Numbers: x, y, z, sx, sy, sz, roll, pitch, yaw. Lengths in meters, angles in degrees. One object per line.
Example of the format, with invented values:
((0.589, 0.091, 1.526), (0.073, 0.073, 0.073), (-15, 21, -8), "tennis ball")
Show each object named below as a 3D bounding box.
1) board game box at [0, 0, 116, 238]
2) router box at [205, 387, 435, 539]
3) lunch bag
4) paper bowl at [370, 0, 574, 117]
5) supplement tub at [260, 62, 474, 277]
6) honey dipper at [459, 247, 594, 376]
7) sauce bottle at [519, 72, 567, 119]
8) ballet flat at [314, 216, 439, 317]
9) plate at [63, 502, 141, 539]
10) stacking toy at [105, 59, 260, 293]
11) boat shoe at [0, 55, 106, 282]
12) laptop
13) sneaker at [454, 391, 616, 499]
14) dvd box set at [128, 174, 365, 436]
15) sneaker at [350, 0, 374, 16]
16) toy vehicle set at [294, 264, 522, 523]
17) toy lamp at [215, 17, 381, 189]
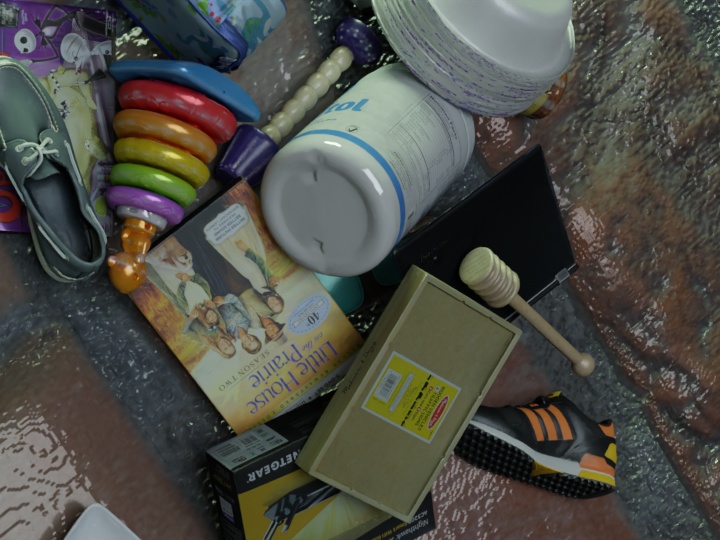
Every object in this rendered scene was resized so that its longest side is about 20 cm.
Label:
((-0.271, -0.130, 1.576), (0.119, 0.032, 0.202), (2, 85, -24), "board game box")
((-0.032, 0.197, 1.633), (0.199, 0.052, 0.158), (-24, 120, -28), "router box")
((-0.165, -0.258, 1.570), (0.200, 0.161, 0.083), (47, 72, -15), "lunch bag")
((0.114, -0.249, 1.671), (0.200, 0.104, 0.202), (24, 44, -25), "paper bowl")
((0.009, -0.092, 1.625), (0.133, 0.131, 0.200), (59, 35, -12), "supplement tub")
((0.158, 0.043, 1.650), (0.200, 0.038, 0.038), (39, 68, -41), "honey dipper")
((0.108, -0.216, 1.766), (0.199, 0.066, 0.066), (29, 73, -24), "sauce bottle")
((0.000, 0.000, 1.683), (0.198, 0.065, 0.071), (-15, 102, -4), "ballet flat")
((-0.220, 0.336, 1.561), (0.200, 0.032, 0.200), (44, 67, -18), "plate")
((-0.177, -0.076, 1.570), (0.116, 0.109, 0.202), (27, 74, -45), "stacking toy")
((-0.263, -0.088, 1.527), (0.072, 0.062, 0.201), (-23, 98, -27), "boat shoe")
((0.095, 0.009, 1.682), (0.187, 0.200, 0.116), (-35, 87, -26), "laptop")
((0.166, 0.153, 1.774), (0.199, 0.070, 0.091), (24, 60, -25), "sneaker")
((-0.104, 0.039, 1.624), (0.146, 0.029, 0.201), (-37, 104, -3), "dvd box set")
((-0.032, -0.272, 1.692), (0.200, 0.075, 0.116), (-44, 108, -25), "sneaker")
((0.044, 0.109, 1.588), (0.124, 0.026, 0.201), (31, 90, -33), "toy vehicle set")
((-0.058, -0.148, 1.676), (0.058, 0.058, 0.200), (50, 65, -16), "toy lamp")
